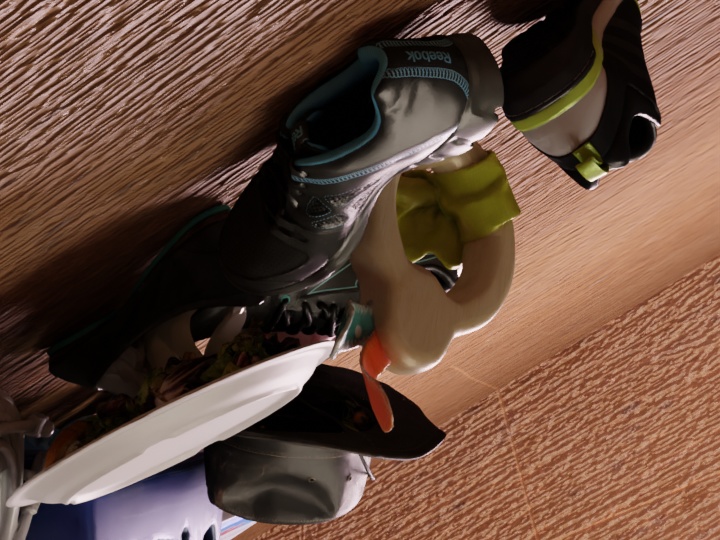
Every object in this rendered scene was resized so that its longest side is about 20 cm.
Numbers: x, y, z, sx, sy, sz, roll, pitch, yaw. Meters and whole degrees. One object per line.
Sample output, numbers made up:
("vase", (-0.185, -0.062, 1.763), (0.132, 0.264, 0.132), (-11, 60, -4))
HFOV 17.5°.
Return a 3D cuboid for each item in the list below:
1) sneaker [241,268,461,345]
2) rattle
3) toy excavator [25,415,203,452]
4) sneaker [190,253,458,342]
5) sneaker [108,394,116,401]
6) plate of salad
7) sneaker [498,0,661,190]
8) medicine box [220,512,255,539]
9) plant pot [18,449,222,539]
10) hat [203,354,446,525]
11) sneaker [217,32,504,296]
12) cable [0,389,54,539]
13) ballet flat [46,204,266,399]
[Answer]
("sneaker", (0.000, 0.000, 1.530), (0.200, 0.075, 0.105), (-9, 145, -52))
("rattle", (-0.005, 0.008, 1.286), (0.142, 0.130, 0.201), (1, -127, 31))
("toy excavator", (-0.140, 0.142, 1.587), (0.200, 0.194, 0.100), (-54, 151, 9))
("sneaker", (-0.025, 0.007, 1.442), (0.199, 0.080, 0.075), (-24, 170, -24))
("sneaker", (-0.151, 0.109, 1.684), (0.200, 0.074, 0.079), (-28, -177, 33))
("plate of salad", (-0.105, 0.075, 1.265), (0.199, 0.048, 0.200), (-26, 172, -4))
("sneaker", (0.117, -0.091, 1.211), (0.072, 0.083, 0.200), (-32, -170, 25))
("medicine box", (-0.188, 0.212, 2.013), (0.200, 0.103, 0.182), (-37, 169, 36))
("plant pot", (-0.205, 0.211, 1.451), (0.199, 0.181, 0.200), (-2, -177, 21))
("hat", (-0.051, 0.112, 1.459), (0.200, 0.200, 0.081), (-13, 120, -63))
("sneaker", (-0.020, -0.057, 1.167), (0.082, 0.074, 0.200), (3, 145, -44))
("cable", (-0.240, 0.148, 1.235), (0.200, 0.069, 0.201), (67, 41, -73))
("ballet flat", (-0.117, 0.036, 1.332), (0.068, 0.069, 0.200), (-25, 171, -41))
